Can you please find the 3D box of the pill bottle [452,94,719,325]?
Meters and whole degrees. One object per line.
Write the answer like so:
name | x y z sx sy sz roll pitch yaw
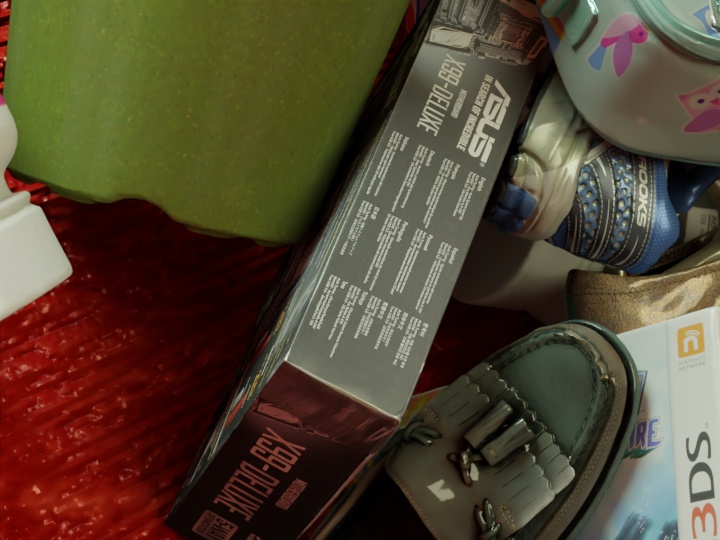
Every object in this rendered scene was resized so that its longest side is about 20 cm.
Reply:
pill bottle | 0.134 -0.024 0.965 0.200 0.113 0.113 6 70 -34

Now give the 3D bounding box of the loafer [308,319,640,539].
loafer | 0.023 0.098 0.777 0.072 0.200 0.063 50 21 23

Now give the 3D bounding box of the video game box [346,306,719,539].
video game box | 0.077 0.125 0.805 0.047 0.200 0.183 20 61 -41

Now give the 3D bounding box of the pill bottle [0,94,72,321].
pill bottle | -0.189 -0.061 0.714 0.113 0.113 0.200 -35 98 -42

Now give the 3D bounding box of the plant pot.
plant pot | -0.055 -0.114 0.790 0.200 0.200 0.190 10 96 -37

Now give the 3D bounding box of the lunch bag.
lunch bag | 0.135 -0.132 0.814 0.160 0.077 0.200 8 51 -30

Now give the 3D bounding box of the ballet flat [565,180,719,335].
ballet flat | 0.169 -0.017 0.883 0.200 0.068 0.067 -28 100 -25

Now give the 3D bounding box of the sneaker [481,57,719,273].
sneaker | 0.115 -0.064 0.853 0.085 0.077 0.200 30 45 0

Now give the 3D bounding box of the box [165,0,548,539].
box | 0.000 0.000 0.816 0.050 0.158 0.200 27 55 -6

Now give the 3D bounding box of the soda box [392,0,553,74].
soda box | 0.117 -0.118 0.967 0.200 0.070 0.064 8 98 -18
